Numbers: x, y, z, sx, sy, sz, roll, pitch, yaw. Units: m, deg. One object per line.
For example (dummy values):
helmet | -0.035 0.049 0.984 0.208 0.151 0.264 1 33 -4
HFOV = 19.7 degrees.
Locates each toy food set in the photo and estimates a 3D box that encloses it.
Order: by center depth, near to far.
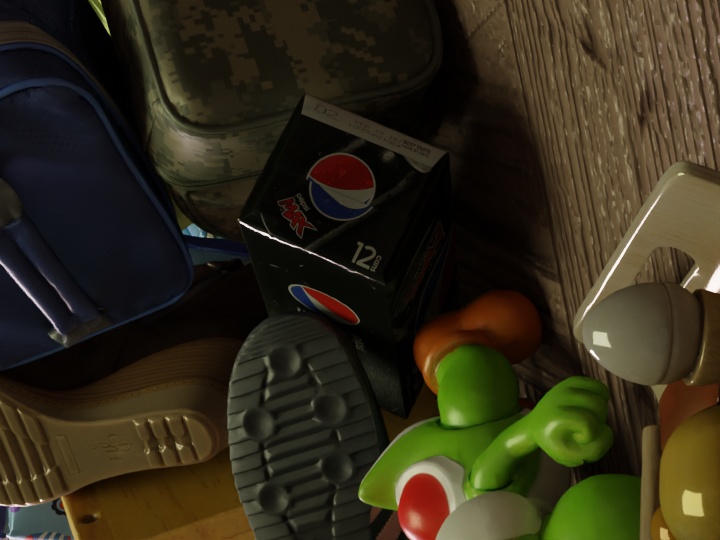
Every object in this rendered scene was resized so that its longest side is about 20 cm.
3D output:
toy food set | 0.088 0.085 0.647 0.144 0.060 0.200 110 167 -66

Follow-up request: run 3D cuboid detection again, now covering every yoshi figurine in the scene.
yoshi figurine | 0.077 0.089 0.815 0.112 0.112 0.200 -54 20 21

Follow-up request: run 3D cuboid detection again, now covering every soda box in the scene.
soda box | 0.000 0.000 0.909 0.200 0.071 0.063 79 -144 -71

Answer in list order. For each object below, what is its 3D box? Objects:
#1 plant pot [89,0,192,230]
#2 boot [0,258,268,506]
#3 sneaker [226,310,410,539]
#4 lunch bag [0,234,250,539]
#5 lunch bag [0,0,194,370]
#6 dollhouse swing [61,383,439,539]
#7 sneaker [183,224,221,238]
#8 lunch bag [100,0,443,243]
plant pot | -0.166 -0.070 1.204 0.200 0.190 0.200 45 -168 -12
boot | -0.126 0.049 1.050 0.166 0.200 0.072 -57 -39 -60
sneaker | -0.010 0.101 0.926 0.082 0.070 0.200 -69 -30 -67
lunch bag | -0.121 0.053 1.167 0.094 0.150 0.200 -98 16 -64
lunch bag | -0.163 -0.041 0.942 0.200 0.136 0.132 61 -172 -52
dollhouse swing | -0.030 0.159 1.054 0.182 0.200 0.176 -129 22 -61
sneaker | -0.069 -0.016 1.353 0.090 0.078 0.200 -10 98 58
lunch bag | -0.055 -0.123 0.962 0.168 0.139 0.200 113 140 -67
